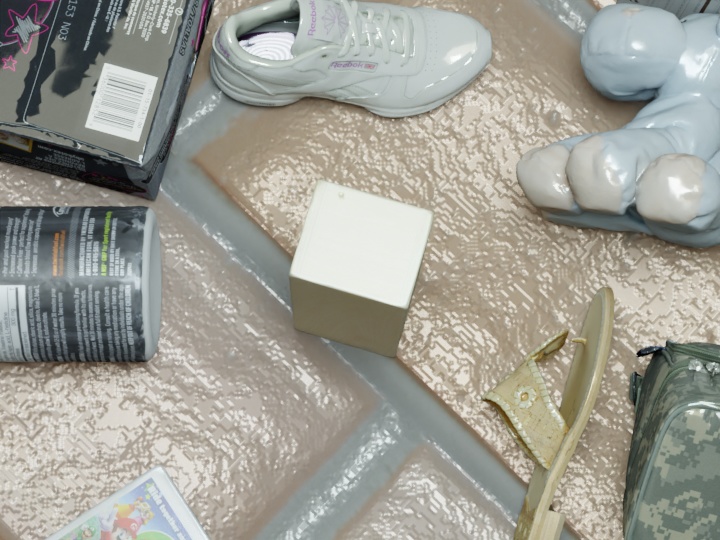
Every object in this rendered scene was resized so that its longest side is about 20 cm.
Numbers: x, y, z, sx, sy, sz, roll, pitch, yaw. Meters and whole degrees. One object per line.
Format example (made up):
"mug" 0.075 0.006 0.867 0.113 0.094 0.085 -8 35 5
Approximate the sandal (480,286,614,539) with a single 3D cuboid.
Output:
"sandal" 0.112 0.104 1.210 0.069 0.078 0.212 15 84 -4

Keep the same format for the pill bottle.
"pill bottle" -0.237 0.009 1.207 0.200 0.106 0.106 1 79 -1

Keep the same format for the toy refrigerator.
"toy refrigerator" 0.000 0.000 1.165 0.076 0.200 0.070 16 79 3

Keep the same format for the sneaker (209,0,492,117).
"sneaker" -0.006 -0.151 1.247 0.200 0.100 0.075 -4 77 -3

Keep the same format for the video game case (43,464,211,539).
"video game case" -0.173 0.238 1.149 0.200 0.018 0.143 -33 81 -7

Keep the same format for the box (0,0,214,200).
"box" -0.176 -0.166 1.239 0.132 0.115 0.200 15 80 0

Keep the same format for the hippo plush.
"hippo plush" 0.213 -0.103 1.204 0.200 0.159 0.161 12 86 2

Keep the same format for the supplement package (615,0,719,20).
"supplement package" 0.298 -0.219 1.255 0.200 0.120 0.121 20 78 2

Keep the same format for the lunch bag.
"lunch bag" 0.269 0.124 1.164 0.200 0.168 0.140 13 110 5
